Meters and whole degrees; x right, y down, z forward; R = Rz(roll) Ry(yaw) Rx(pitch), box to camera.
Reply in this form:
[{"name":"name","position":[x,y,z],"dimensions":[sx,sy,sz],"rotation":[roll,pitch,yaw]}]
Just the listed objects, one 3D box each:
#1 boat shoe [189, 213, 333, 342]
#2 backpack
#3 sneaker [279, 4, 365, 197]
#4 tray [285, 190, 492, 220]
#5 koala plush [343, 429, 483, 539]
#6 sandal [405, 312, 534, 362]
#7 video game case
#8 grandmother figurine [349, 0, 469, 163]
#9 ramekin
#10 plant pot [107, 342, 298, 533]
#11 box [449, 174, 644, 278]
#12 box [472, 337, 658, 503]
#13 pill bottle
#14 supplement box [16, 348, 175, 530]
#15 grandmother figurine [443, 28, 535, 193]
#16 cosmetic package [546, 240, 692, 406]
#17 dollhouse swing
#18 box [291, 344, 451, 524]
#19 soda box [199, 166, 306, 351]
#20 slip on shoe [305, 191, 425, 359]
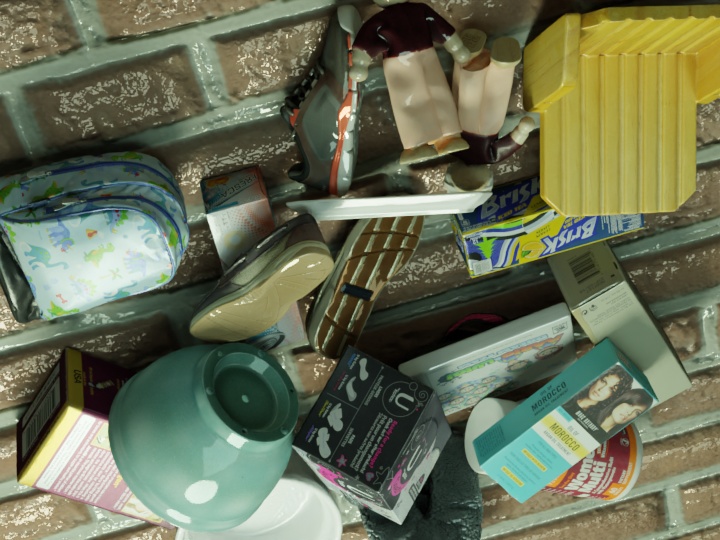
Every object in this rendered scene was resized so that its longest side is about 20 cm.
[{"name":"boat shoe","position":[-0.103,0.010,1.484],"dimensions":[0.072,0.065,0.200],"rotation":[19,140,-35]},{"name":"backpack","position":[-0.270,-0.037,1.452],"dimensions":[0.200,0.154,0.164],"rotation":[-21,123,-14]},{"name":"sneaker","position":[-0.040,-0.166,1.442],"dimensions":[0.082,0.077,0.201],"rotation":[8,116,4]},{"name":"tray","position":[0.032,-0.066,1.485],"dimensions":[0.199,0.107,0.022],"rotation":[-3,93,11]},{"name":"koala plush","position":[0.077,0.336,1.801],"dimensions":[0.177,0.184,0.200],"rotation":[-11,140,-5]},{"name":"sandal","position":[0.145,0.074,1.684],"dimensions":[0.199,0.045,0.075],"rotation":[-18,156,-6]},{"name":"video game case","position":[0.152,0.110,1.678],"dimensions":[0.199,0.024,0.182],"rotation":[-21,156,2]},{"name":"grandmother figurine","position":[0.043,-0.205,1.380],"dimensions":[0.121,0.061,0.201],"rotation":[-16,95,-31]},{"name":"ramekin","position":[-0.128,0.288,1.747],"dimensions":[0.200,0.098,0.201],"rotation":[-7,128,-9]},{"name":"plant pot","position":[-0.148,0.158,1.546],"dimensions":[0.200,0.201,0.134],"rotation":[22,135,-27]},{"name":"box","position":[0.201,-0.061,1.581],"dimensions":[0.199,0.070,0.064],"rotation":[-16,128,-2]},{"name":"box","position":[0.230,0.171,1.640],"dimensions":[0.200,0.049,0.082],"rotation":[-40,118,15]},{"name":"pill bottle","position":[0.234,0.214,1.766],"dimensions":[0.199,0.110,0.110],"rotation":[12,123,-26]},{"name":"supplement box","position":[-0.268,0.191,1.634],"dimensions":[0.200,0.103,0.131],"rotation":[24,118,-27]},{"name":"grandmother figurine","position":[0.115,-0.149,1.490],"dimensions":[0.121,0.061,0.200],"rotation":[22,137,21]},{"name":"cosmetic package","position":[0.299,0.059,1.676],"dimensions":[0.073,0.104,0.200],"rotation":[-30,126,11]},{"name":"dollhouse swing","position":[0.280,-0.154,1.454],"dimensions":[0.199,0.182,0.176],"rotation":[-3,84,-12]},{"name":"box","position":[0.018,0.189,1.615],"dimensions":[0.132,0.115,0.200],"rotation":[-60,162,-13]},{"name":"soda box","position":[-0.113,-0.009,1.547],"dimensions":[0.068,0.064,0.200],"rotation":[-15,128,-2]},{"name":"slip on shoe","position":[0.000,0.000,1.587],"dimensions":[0.076,0.061,0.200],"rotation":[21,101,-26]}]
